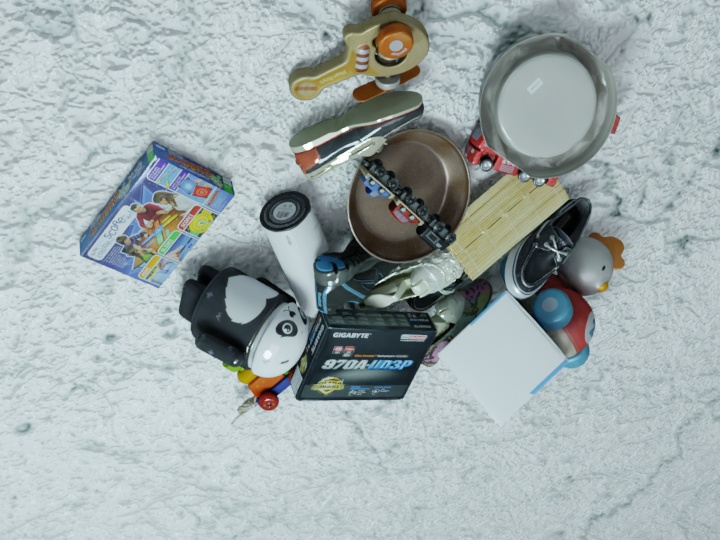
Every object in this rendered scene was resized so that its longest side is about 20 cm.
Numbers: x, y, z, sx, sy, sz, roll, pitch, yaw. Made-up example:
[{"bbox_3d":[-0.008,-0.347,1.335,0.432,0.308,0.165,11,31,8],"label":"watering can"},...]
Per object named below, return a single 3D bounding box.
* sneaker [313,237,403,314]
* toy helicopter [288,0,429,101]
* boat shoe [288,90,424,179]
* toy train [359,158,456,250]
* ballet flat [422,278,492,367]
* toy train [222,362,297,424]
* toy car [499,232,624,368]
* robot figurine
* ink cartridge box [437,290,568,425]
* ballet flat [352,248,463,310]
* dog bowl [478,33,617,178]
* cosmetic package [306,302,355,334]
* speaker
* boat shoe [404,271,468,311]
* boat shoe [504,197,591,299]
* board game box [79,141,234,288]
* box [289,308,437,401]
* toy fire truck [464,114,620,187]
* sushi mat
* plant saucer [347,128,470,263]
[{"bbox_3d":[0.000,0.000,1.619,0.199,0.073,0.083,-21,127,-42],"label":"sneaker"},{"bbox_3d":[-0.001,-0.271,1.422,0.198,0.080,0.132,-21,145,17],"label":"toy helicopter"},{"bbox_3d":[0.000,-0.186,1.484,0.198,0.072,0.063,-22,121,11],"label":"boat shoe"},{"bbox_3d":[0.064,-0.091,1.540,0.046,0.034,0.200,-42,123,12],"label":"toy train"},{"bbox_3d":[0.140,0.086,1.798,0.070,0.070,0.201,18,129,-27],"label":"ballet flat"},{"bbox_3d":[-0.182,0.172,1.765,0.199,0.085,0.115,-39,122,19],"label":"toy train"},{"bbox_3d":[0.354,0.022,1.747,0.199,0.177,0.185,-37,144,1],"label":"toy car"},{"bbox_3d":[-0.172,0.073,1.603,0.151,0.198,0.125,-58,168,-11],"label":"robot figurine"},{"bbox_3d":[0.223,0.141,1.707,0.147,0.146,0.200,-42,171,1],"label":"ink cartridge box"},{"bbox_3d":[0.072,0.024,1.676,0.198,0.073,0.072,-19,138,23],"label":"ballet flat"},{"bbox_3d":[0.253,-0.232,1.495,0.197,0.059,0.203,-3,111,-9],"label":"dog bowl"},{"bbox_3d":[-0.010,0.115,1.769,0.101,0.075,0.200,-36,132,17],"label":"cosmetic package"},{"bbox_3d":[-0.082,-0.020,1.609,0.080,0.082,0.201,-20,136,1],"label":"speaker"},{"bbox_3d":[0.137,0.000,1.716,0.075,0.061,0.201,12,127,-28],"label":"boat shoe"},{"bbox_3d":[0.293,-0.038,1.650,0.072,0.200,0.068,49,150,-12],"label":"boat shoe"},{"bbox_3d":[-0.288,-0.074,1.522,0.134,0.035,0.200,26,120,-35],"label":"board game box"},{"bbox_3d":[0.004,0.135,1.702,0.197,0.046,0.160,4,129,-28],"label":"box"},{"bbox_3d":[0.262,-0.199,1.570,0.197,0.049,0.143,14,114,-19],"label":"toy fire truck"},{"bbox_3d":[0.217,-0.083,1.636,0.199,0.012,0.096,-40,102,-2],"label":"sushi mat"},{"bbox_3d":[0.066,-0.111,1.571,0.198,0.037,0.203,-9,114,-20],"label":"plant saucer"}]
